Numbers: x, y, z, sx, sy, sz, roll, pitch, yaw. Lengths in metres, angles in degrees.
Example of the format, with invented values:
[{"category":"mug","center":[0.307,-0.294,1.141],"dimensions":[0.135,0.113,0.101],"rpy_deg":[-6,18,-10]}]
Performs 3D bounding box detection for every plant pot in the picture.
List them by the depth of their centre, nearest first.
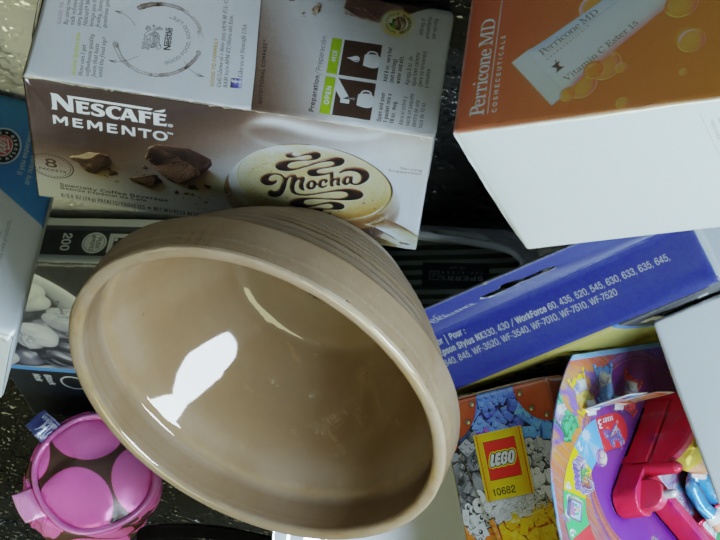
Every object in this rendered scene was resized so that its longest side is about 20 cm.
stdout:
[{"category":"plant pot","center":[-0.037,0.035,1.075],"dimensions":[0.201,0.093,0.201],"rpy_deg":[15,137,14]}]

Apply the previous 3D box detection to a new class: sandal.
[{"category":"sandal","center":[-0.052,0.201,1.425],"dimensions":[0.200,0.045,0.075],"rpy_deg":[12,170,-1]}]

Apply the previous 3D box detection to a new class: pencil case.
[{"category":"pencil case","center":[-0.183,0.145,1.432],"dimensions":[0.091,0.094,0.200],"rpy_deg":[54,168,7]}]

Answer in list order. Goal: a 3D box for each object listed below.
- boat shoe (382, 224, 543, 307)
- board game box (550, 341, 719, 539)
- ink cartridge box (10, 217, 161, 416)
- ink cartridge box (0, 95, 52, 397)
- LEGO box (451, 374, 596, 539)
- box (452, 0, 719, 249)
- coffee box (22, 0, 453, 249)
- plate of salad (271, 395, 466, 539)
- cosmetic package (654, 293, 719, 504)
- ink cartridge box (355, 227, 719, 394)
[{"category":"boat shoe","center":[0.000,0.000,1.198],"dimensions":[0.200,0.074,0.067],"rpy_deg":[-8,174,7]},{"category":"board game box","center":[0.178,0.114,1.140],"dimensions":[0.039,0.158,0.200],"rpy_deg":[-12,175,43]},{"category":"ink cartridge box","center":[-0.134,0.033,1.327],"dimensions":[0.200,0.043,0.198],"rpy_deg":[0,148,12]},{"category":"ink cartridge box","center":[-0.271,-0.031,1.155],"dimensions":[0.200,0.145,0.084],"rpy_deg":[14,150,-7]},{"category":"LEGO box","center":[0.144,0.131,1.206],"dimensions":[0.077,0.149,0.200],"rpy_deg":[-16,172,37]},{"category":"box","center":[0.155,-0.095,0.956],"dimensions":[0.200,0.124,0.097],"rpy_deg":[-7,146,24]},{"category":"coffee box","center":[-0.061,-0.083,1.076],"dimensions":[0.200,0.080,0.113],"rpy_deg":[9,151,0]},{"category":"plate of salad","center":[0.013,0.147,1.249],"dimensions":[0.048,0.200,0.200],"rpy_deg":[8,156,44]},{"category":"cosmetic package","center":[0.229,0.065,1.140],"dimensions":[0.071,0.101,0.200],"rpy_deg":[-23,166,20]},{"category":"ink cartridge box","center":[0.135,0.018,1.136],"dimensions":[0.200,0.047,0.198],"rpy_deg":[-8,167,-47]}]
